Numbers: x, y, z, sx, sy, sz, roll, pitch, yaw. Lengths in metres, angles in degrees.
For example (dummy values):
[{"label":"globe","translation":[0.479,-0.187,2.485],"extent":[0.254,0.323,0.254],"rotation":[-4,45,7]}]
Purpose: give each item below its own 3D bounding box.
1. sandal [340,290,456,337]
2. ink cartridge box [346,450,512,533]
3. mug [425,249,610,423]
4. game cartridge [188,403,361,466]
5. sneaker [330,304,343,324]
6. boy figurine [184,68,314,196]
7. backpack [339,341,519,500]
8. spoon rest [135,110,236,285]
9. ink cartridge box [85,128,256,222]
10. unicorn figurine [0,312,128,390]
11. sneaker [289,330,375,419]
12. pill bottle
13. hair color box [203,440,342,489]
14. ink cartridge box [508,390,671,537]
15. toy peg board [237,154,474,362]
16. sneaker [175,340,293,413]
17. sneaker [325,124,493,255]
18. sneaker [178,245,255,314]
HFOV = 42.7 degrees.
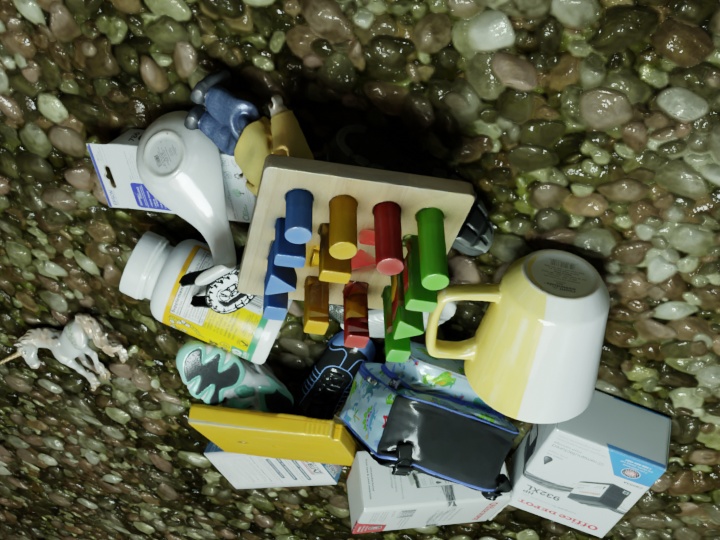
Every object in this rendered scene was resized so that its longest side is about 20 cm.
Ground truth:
[{"label":"sandal","translation":[0.050,0.045,1.112],"extent":[0.082,0.050,0.203],"rotation":[20,158,-29]},{"label":"ink cartridge box","translation":[0.089,0.297,1.261],"extent":[0.200,0.083,0.147],"rotation":[-3,153,-9]},{"label":"mug","translation":[0.185,0.066,0.997],"extent":[0.149,0.186,0.153],"rotation":[49,144,39]},{"label":"game cartridge","translation":[-0.109,0.222,1.233],"extent":[0.200,0.032,0.176],"rotation":[3,157,10]},{"label":"sneaker","translation":[0.000,0.000,1.069],"extent":[0.199,0.076,0.114],"rotation":[-14,129,37]},{"label":"boy figurine","translation":[-0.088,-0.123,0.938],"extent":[0.200,0.064,0.124],"rotation":[37,139,11]},{"label":"backpack","translation":[0.081,0.169,1.134],"extent":[0.183,0.147,0.200],"rotation":[20,179,-24]},{"label":"spoon rest","translation":[-0.182,-0.079,0.996],"extent":[0.099,0.200,0.061],"rotation":[-26,166,16]},{"label":"ink cartridge box","translation":[-0.209,-0.111,1.066],"extent":[0.200,0.039,0.100],"rotation":[7,136,14]},{"label":"unicorn figurine","translation":[-0.435,0.119,1.386],"extent":[0.137,0.074,0.200],"rotation":[44,120,-10]},{"label":"sneaker","translation":[-0.041,0.159,1.247],"extent":[0.070,0.078,0.200],"rotation":[27,138,-5]},{"label":"pill bottle","translation":[-0.190,0.029,1.148],"extent":[0.200,0.113,0.113],"rotation":[24,138,-3]},{"label":"hair color box","translation":[-0.132,0.283,1.428],"extent":[0.200,0.061,0.100],"rotation":[-10,130,32]},{"label":"ink cartridge box","translation":[0.290,0.249,1.198],"extent":[0.145,0.084,0.200],"rotation":[20,138,2]},{"label":"toy peg board","translation":[-0.010,0.002,0.896],"extent":[0.199,0.098,0.200],"rotation":[7,142,-12]},{"label":"sneaker","translation":[-0.188,0.125,1.247],"extent":[0.078,0.140,0.200],"rotation":[-44,132,3]},{"label":"sneaker","translation":[0.050,-0.076,0.975],"extent":[0.200,0.075,0.079],"rotation":[35,140,0]},{"label":"sneaker","translation":[-0.112,-0.007,1.038],"extent":[0.200,0.104,0.060],"rotation":[-27,106,2]}]
